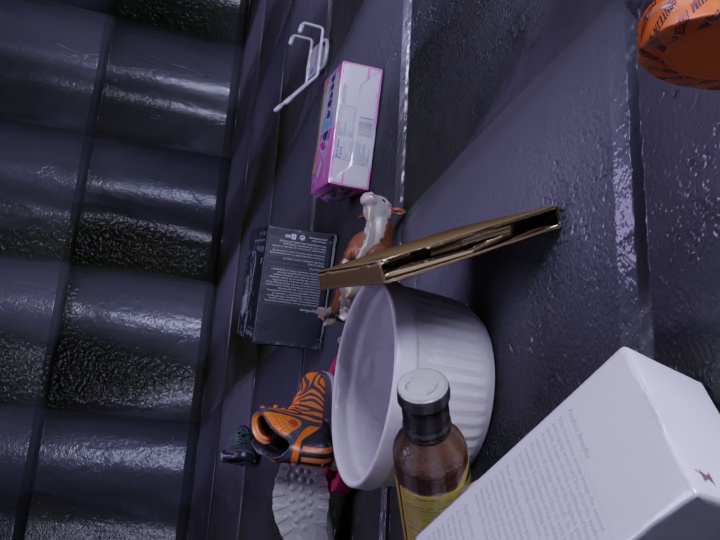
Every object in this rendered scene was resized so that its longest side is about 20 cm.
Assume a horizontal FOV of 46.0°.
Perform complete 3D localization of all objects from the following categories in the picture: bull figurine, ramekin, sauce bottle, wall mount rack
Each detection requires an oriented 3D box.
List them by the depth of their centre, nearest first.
[{"bbox_3d":[0.060,0.168,0.699,0.065,0.065,0.200,-103,4,-53],"label":"sauce bottle"},{"bbox_3d":[0.049,0.112,0.816,0.200,0.105,0.200,-172,90,-75],"label":"ramekin"},{"bbox_3d":[0.000,0.000,1.093,0.121,0.065,0.200,-48,-26,-51],"label":"bull figurine"},{"bbox_3d":[-0.124,-0.419,1.779,0.200,0.074,0.174,-170,89,-75],"label":"wall mount rack"}]

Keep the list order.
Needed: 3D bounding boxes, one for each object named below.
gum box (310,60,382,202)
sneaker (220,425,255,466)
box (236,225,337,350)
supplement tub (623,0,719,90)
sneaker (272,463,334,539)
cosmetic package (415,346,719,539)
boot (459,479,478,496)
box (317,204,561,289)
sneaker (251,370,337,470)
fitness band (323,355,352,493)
[{"bbox_3d":[-0.024,-0.208,1.319,0.113,0.066,0.200,169,109,-73],"label":"gum box"},{"bbox_3d":[-0.267,0.380,1.856,0.200,0.074,0.088,143,138,-69],"label":"sneaker"},{"bbox_3d":[-0.133,0.029,1.479,0.200,0.124,0.197,180,96,-74],"label":"box"},{"bbox_3d":[0.197,-0.203,0.431,0.123,0.122,0.200,162,116,-73],"label":"supplement tub"},{"bbox_3d":[-0.071,0.337,1.127,0.081,0.076,0.200,88,174,-82],"label":"sneaker"},{"bbox_3d":[0.123,0.152,0.491,0.200,0.071,0.101,-51,29,29],"label":"cosmetic package"},{"bbox_3d":[0.111,0.236,0.595,0.107,0.075,0.200,132,145,-55],"label":"boot"},{"bbox_3d":[0.061,-0.018,0.754,0.200,0.163,0.021,170,82,-73],"label":"box"},{"bbox_3d":[-0.087,0.185,1.112,0.200,0.112,0.078,-119,38,-68],"label":"sneaker"},{"bbox_3d":[-0.022,0.200,1.146,0.144,0.037,0.200,118,156,-51],"label":"fitness band"}]
